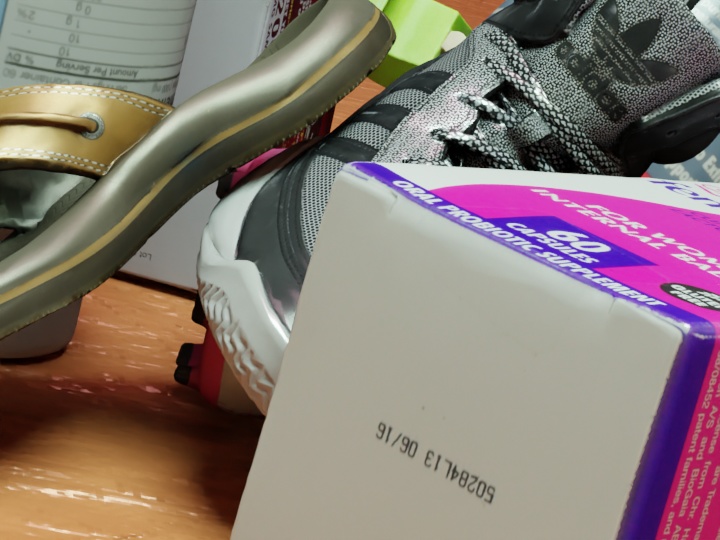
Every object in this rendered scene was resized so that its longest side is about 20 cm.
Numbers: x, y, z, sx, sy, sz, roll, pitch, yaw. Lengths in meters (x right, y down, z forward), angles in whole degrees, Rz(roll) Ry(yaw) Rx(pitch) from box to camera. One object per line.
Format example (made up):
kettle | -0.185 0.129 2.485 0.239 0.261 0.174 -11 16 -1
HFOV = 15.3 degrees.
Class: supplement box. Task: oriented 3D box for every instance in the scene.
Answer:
supplement box | 0.081 0.040 0.631 0.101 0.104 0.200 26 15 38
supplement box | -0.049 -0.067 0.938 0.061 0.109 0.200 14 13 6

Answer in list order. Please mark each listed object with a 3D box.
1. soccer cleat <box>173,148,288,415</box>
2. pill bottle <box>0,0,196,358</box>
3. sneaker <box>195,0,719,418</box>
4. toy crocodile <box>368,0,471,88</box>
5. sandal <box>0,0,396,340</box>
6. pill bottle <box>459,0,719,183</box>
soccer cleat | 0.000 0.000 0.786 0.086 0.070 0.200 15 12 2
pill bottle | -0.098 -0.084 0.739 0.108 0.201 0.109 14 12 -3
sneaker | 0.035 -0.031 0.685 0.076 0.114 0.200 49 29 -5
toy crocodile | 0.078 -0.041 0.961 0.200 0.068 0.062 41 -9 17
sandal | -0.074 -0.026 0.663 0.200 0.055 0.082 -36 9 -26
pill bottle | 0.119 -0.075 0.879 0.120 0.200 0.120 45 -7 7
